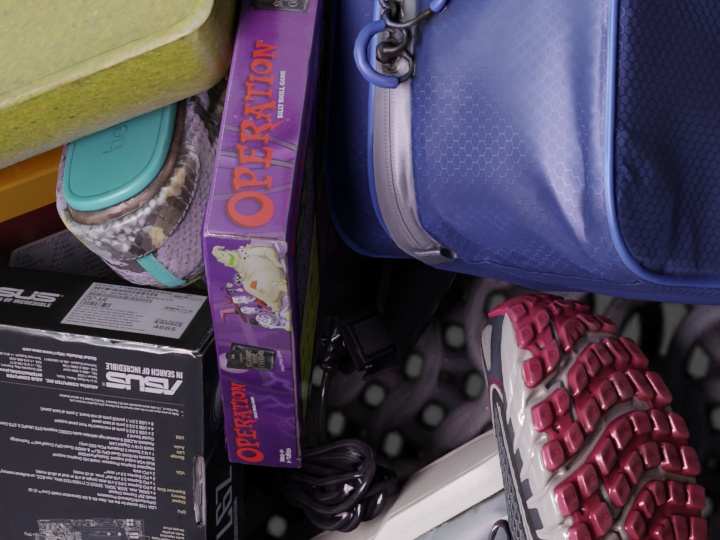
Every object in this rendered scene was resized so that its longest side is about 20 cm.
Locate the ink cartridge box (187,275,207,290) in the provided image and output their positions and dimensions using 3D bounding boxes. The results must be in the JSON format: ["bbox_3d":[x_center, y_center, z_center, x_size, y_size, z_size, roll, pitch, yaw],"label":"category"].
[{"bbox_3d":[-0.088,-0.102,0.879,0.145,0.048,0.201,37,143,40],"label":"ink cartridge box"}]

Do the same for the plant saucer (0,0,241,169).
[{"bbox_3d":[-0.104,-0.106,0.725,0.198,0.048,0.201,-18,45,28],"label":"plant saucer"}]

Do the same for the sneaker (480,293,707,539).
[{"bbox_3d":[0.070,0.108,0.717,0.074,0.080,0.202,-13,90,40],"label":"sneaker"}]

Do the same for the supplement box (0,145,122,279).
[{"bbox_3d":[-0.177,-0.052,0.878,0.198,0.132,0.201,53,147,23],"label":"supplement box"}]

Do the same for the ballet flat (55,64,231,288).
[{"bbox_3d":[-0.064,-0.073,0.759,0.072,0.072,0.202,-28,41,32],"label":"ballet flat"}]

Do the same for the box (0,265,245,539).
[{"bbox_3d":[-0.139,0.077,0.754,0.198,0.044,0.162,6,116,13],"label":"box"}]

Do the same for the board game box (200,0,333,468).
[{"bbox_3d":[-0.022,-0.054,0.698,0.032,0.121,0.201,6,53,1],"label":"board game box"}]

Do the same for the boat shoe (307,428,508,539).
[{"bbox_3d":[0.002,0.126,0.801,0.199,0.073,0.062,-34,94,25],"label":"boat shoe"}]

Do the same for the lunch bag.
[{"bbox_3d":[0.074,-0.061,0.700,0.132,0.199,0.137,3,88,43],"label":"lunch bag"}]

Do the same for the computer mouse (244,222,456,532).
[{"bbox_3d":[0.000,0.000,0.835,0.140,0.046,0.202,-6,71,61],"label":"computer mouse"}]
